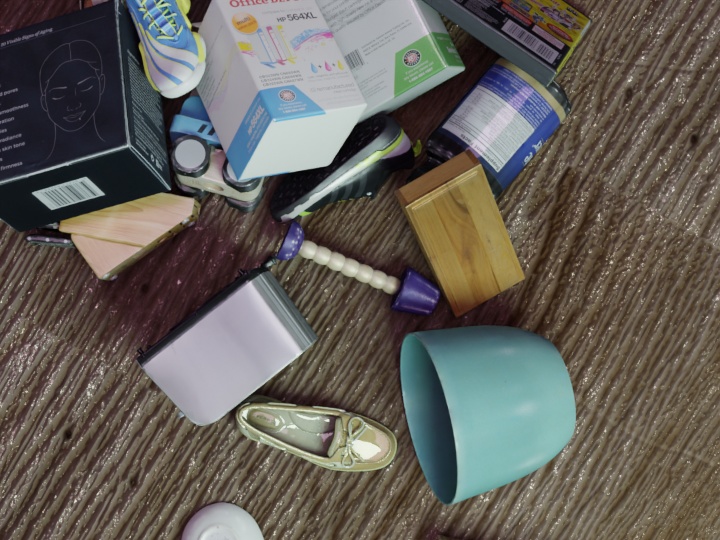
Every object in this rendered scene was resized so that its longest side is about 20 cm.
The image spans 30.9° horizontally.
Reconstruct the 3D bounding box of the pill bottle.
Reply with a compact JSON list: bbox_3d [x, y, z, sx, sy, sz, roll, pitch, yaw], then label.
[{"bbox_3d":[0.149,-0.154,1.557,0.112,0.112,0.200,41,88,2],"label":"pill bottle"}]

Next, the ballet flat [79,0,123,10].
[{"bbox_3d":[-0.318,-0.306,1.588,0.067,0.064,0.201,-4,87,0],"label":"ballet flat"}]

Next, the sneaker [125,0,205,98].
[{"bbox_3d":[-0.234,-0.283,1.455,0.076,0.105,0.200,-29,49,12],"label":"sneaker"}]

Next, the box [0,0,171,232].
[{"bbox_3d":[-0.336,-0.175,1.489,0.199,0.124,0.197,-14,66,10],"label":"box"}]

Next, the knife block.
[{"bbox_3d":[-0.319,-0.085,1.575,0.200,0.064,0.176,-34,88,-1],"label":"knife block"}]

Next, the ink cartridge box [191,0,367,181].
[{"bbox_3d":[-0.105,-0.227,1.497,0.128,0.125,0.201,-14,68,-32],"label":"ink cartridge box"}]

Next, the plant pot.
[{"bbox_3d":[0.152,0.154,1.506,0.160,0.201,0.202,-11,87,-14],"label":"plant pot"}]

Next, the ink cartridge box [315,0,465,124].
[{"bbox_3d":[0.013,-0.296,1.556,0.146,0.084,0.201,-27,87,23],"label":"ink cartridge box"}]

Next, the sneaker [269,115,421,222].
[{"bbox_3d":[-0.015,-0.104,1.573,0.200,0.072,0.083,-32,125,15],"label":"sneaker"}]

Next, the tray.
[{"bbox_3d":[0.120,-0.039,1.522,0.098,0.200,0.037,-30,43,-2],"label":"tray"}]

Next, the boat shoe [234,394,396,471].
[{"bbox_3d":[-0.052,0.195,1.557,0.200,0.063,0.074,19,85,-4],"label":"boat shoe"}]

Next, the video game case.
[{"bbox_3d":[0.168,-0.314,1.546,0.200,0.181,0.026,35,128,2],"label":"video game case"}]

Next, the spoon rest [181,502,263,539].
[{"bbox_3d":[-0.138,0.371,1.562,0.099,0.061,0.200,-37,74,-3],"label":"spoon rest"}]

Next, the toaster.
[{"bbox_3d":[-0.145,0.082,1.511,0.200,0.181,0.119,-38,91,-1],"label":"toaster"}]

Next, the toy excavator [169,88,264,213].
[{"bbox_3d":[-0.183,-0.193,1.578,0.194,0.100,0.201,16,73,1],"label":"toy excavator"}]

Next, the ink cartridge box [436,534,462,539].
[{"bbox_3d":[0.173,0.417,1.544,0.199,0.075,0.166,11,86,0],"label":"ink cartridge box"}]

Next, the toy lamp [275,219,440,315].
[{"bbox_3d":[0.000,0.000,1.568,0.199,0.058,0.058,25,87,-7],"label":"toy lamp"}]
